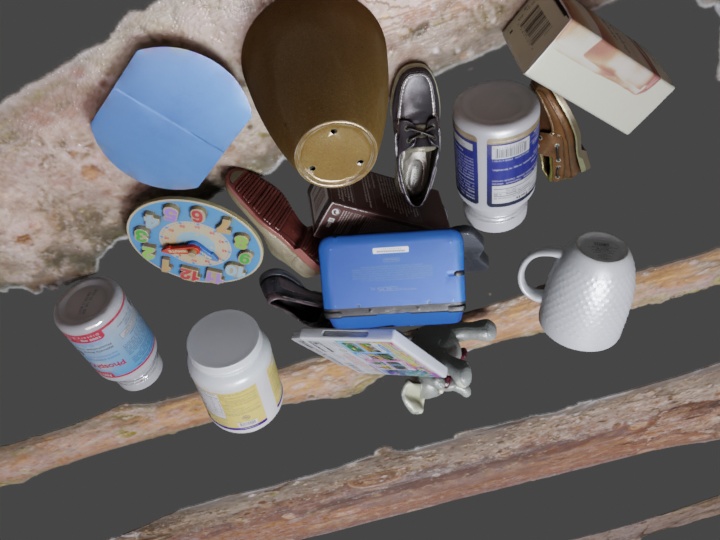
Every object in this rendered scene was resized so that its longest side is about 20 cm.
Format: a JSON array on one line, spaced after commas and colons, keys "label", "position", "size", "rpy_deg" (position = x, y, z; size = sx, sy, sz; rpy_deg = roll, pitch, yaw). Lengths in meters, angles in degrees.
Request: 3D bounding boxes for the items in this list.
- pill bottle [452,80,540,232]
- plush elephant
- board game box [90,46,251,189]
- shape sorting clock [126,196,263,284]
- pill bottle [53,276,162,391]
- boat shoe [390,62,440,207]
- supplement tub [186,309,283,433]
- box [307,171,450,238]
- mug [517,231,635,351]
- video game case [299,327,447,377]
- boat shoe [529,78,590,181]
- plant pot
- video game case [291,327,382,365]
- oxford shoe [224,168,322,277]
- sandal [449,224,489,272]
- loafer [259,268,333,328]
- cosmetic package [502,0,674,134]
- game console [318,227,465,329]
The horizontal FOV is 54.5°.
[{"label": "pill bottle", "position": [0.191, -0.155, 0.989], "size": [0.116, 0.116, 0.200], "rpy_deg": [-12, 138, -1]}, {"label": "plush elephant", "position": [0.148, 0.188, 1.324], "size": [0.200, 0.165, 0.155], "rpy_deg": [5, 128, 23]}, {"label": "board game box", "position": [-0.242, -0.199, 0.898], "size": [0.158, 0.039, 0.200], "rpy_deg": [28, 119, -30]}, {"label": "shape sorting clock", "position": [-0.242, -0.039, 1.027], "size": [0.200, 0.039, 0.200], "rpy_deg": [5, 149, 3]}, {"label": "pill bottle", "position": [-0.400, 0.110, 1.139], "size": [0.109, 0.109, 0.200], "rpy_deg": [-15, 138, 2]}, {"label": "boat shoe", "position": [0.079, -0.179, 0.957], "size": [0.072, 0.065, 0.200], "rpy_deg": [-5, 125, -9]}, {"label": "supplement tub", "position": [-0.219, 0.177, 1.228], "size": [0.145, 0.145, 0.200], "rpy_deg": [-10, 137, -3]}, {"label": "box", "position": [0.027, -0.087, 1.037], "size": [0.200, 0.100, 0.075], "rpy_deg": [11, 134, -23]}, {"label": "mug", "position": [0.374, 0.022, 1.220], "size": [0.200, 0.148, 0.175], "rpy_deg": [14, 131, 15]}, {"label": "video game case", "position": [0.025, 0.140, 1.185], "size": [0.182, 0.024, 0.200], "rpy_deg": [-2, 155, 33]}, {"label": "boat shoe", "position": [0.272, -0.194, 0.999], "size": [0.068, 0.072, 0.200], "rpy_deg": [-27, 136, 14]}, {"label": "plant pot", "position": [-0.042, -0.195, 0.829], "size": [0.186, 0.200, 0.186], "rpy_deg": [-7, 139, -6]}, {"label": "video game case", "position": [-0.008, 0.138, 1.262], "size": [0.200, 0.018, 0.143], "rpy_deg": [-8, 148, 42]}, {"label": "oxford shoe", "position": [-0.129, -0.061, 1.017], "size": [0.200, 0.070, 0.075], "rpy_deg": [46, 135, -11]}, {"label": "sandal", "position": [0.164, -0.040, 1.132], "size": [0.076, 0.043, 0.200], "rpy_deg": [-4, 165, 13]}, {"label": "loafer", "position": [-0.094, 0.067, 1.199], "size": [0.072, 0.063, 0.200], "rpy_deg": [-35, 133, 25]}, {"label": "cosmetic package", "position": [0.293, -0.270, 0.900], "size": [0.200, 0.103, 0.087], "rpy_deg": [18, 131, -31]}, {"label": "game console", "position": [0.048, 0.018, 1.019], "size": [0.200, 0.118, 0.171], "rpy_deg": [-4, 104, 3]}]
